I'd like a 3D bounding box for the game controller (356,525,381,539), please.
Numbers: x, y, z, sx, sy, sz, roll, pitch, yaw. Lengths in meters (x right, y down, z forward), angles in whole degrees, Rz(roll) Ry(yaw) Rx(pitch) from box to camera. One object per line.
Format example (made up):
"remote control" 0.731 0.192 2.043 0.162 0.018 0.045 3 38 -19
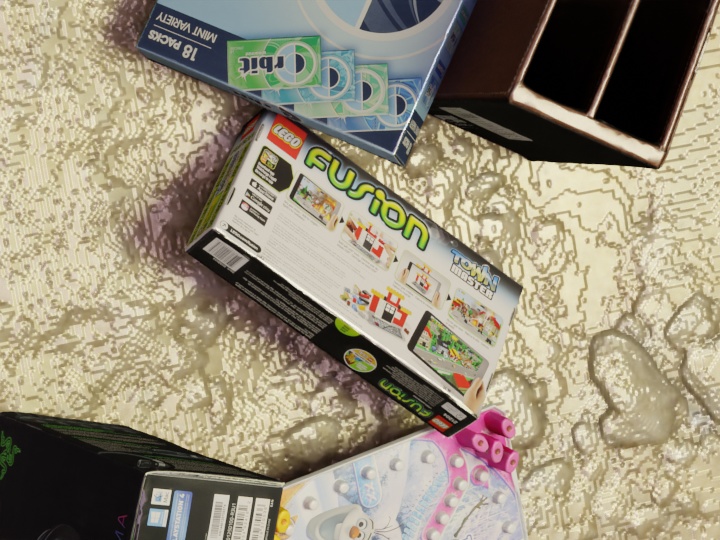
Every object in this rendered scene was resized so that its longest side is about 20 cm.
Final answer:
"game controller" -0.023 0.244 1.532 0.104 0.042 0.200 32 85 -31

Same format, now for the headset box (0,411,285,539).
"headset box" -0.145 0.181 1.407 0.093 0.200 0.174 9 93 -34

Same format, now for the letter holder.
"letter holder" 0.120 -0.145 1.454 0.100 0.200 0.142 23 87 -17

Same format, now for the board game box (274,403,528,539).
"board game box" 0.024 0.205 1.510 0.200 0.026 0.200 -19 109 -24

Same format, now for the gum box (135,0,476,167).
"gum box" -0.013 -0.186 1.455 0.170 0.045 0.200 24 88 11

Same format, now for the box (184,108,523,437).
"box" 0.000 0.000 1.487 0.200 0.035 0.110 36 48 -16
